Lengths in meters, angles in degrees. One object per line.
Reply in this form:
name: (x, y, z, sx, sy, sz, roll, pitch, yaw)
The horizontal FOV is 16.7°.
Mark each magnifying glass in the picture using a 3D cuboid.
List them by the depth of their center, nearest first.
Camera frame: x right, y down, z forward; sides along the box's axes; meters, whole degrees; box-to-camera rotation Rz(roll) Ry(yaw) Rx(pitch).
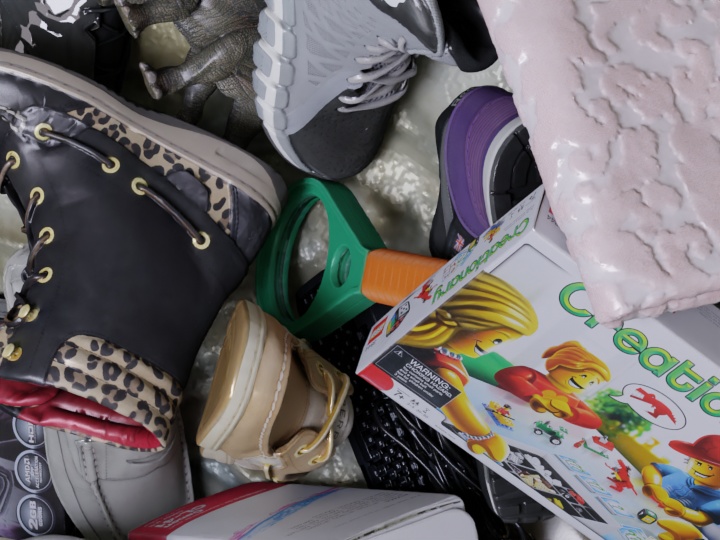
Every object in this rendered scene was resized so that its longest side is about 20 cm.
magnifying glass: (0.000, 0.000, 1.145, 0.200, 0.022, 0.080, 12, 90, 65)

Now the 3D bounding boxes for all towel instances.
towel: (0.149, -0.087, 0.998, 0.032, 0.191, 0.200, 118, 136, -63)

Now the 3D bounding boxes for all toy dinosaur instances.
toy dinosaur: (-0.064, -0.121, 1.177, 0.102, 0.077, 0.200, -28, 107, -12)

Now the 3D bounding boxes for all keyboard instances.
keyboard: (0.017, 0.090, 1.179, 0.104, 0.040, 0.200, -36, 75, 54)

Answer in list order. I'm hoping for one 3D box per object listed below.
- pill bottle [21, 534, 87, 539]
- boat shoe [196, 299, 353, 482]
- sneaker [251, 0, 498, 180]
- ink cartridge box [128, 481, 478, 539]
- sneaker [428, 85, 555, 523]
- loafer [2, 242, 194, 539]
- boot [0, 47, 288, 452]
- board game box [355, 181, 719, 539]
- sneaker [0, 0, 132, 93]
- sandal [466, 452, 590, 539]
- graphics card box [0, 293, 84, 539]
pill bottle: (-0.164, 0.192, 1.237, 0.114, 0.114, 0.200, 64, 158, 0)
boat shoe: (-0.036, 0.062, 1.164, 0.069, 0.200, 0.074, 17, 82, 0)
sneaker: (0.013, -0.098, 1.105, 0.115, 0.075, 0.200, 32, 146, 30)
ink cartridge box: (-0.018, 0.184, 1.183, 0.200, 0.086, 0.148, -6, 100, 61)
sneaker: (0.071, 0.013, 1.116, 0.088, 0.076, 0.200, 35, 130, 57)
loafer: (-0.123, 0.075, 1.244, 0.070, 0.070, 0.200, 13, 130, 50)
boot: (-0.149, -0.012, 1.152, 0.200, 0.151, 0.073, 22, 157, -5)
board game box: (0.114, 0.059, 1.030, 0.200, 0.035, 0.126, 35, 134, -14)
sneaker: (-0.149, -0.115, 1.231, 0.091, 0.076, 0.200, -12, 100, 22)
sandal: (0.093, 0.120, 1.174, 0.080, 0.054, 0.200, -37, 85, 29)
graphics card box: (-0.232, 0.073, 1.332, 0.200, 0.051, 0.126, 7, 105, 24)
